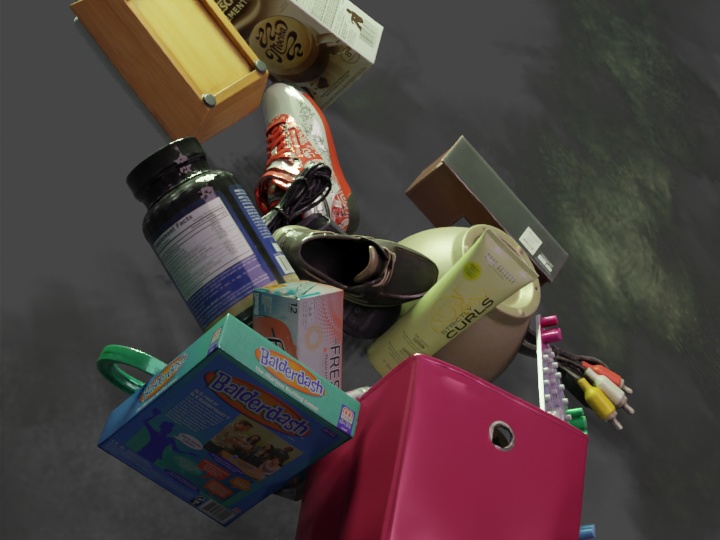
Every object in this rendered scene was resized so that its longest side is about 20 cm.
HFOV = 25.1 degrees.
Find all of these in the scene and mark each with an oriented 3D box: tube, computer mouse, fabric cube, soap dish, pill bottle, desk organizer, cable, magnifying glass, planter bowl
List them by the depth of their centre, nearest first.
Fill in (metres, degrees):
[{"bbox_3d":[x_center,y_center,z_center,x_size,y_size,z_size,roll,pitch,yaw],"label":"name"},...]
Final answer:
[{"bbox_3d":[0.066,0.230,1.437,0.195,0.200,0.200,27,50,-18],"label":"fabric cube"},{"bbox_3d":[-0.152,0.123,1.502,0.199,0.080,0.022,28,63,-5],"label":"magnifying glass"},{"bbox_3d":[-0.149,-0.029,1.624,0.112,0.112,0.201,-23,78,-51],"label":"pill bottle"},{"bbox_3d":[0.091,0.042,1.721,0.058,0.200,0.052,20,35,-52],"label":"tube"},{"bbox_3d":[-0.035,-0.009,1.745,0.200,0.053,0.139,47,72,-22],"label":"computer mouse"},{"bbox_3d":[-0.202,-0.241,1.761,0.200,0.081,0.157,52,38,-2],"label":"soap dish"},{"bbox_3d":[0.118,0.030,1.831,0.199,0.135,0.201,27,44,-29],"label":"planter bowl"},{"bbox_3d":[0.257,0.108,1.977,0.200,0.050,0.097,43,38,-14],"label":"cable"},{"bbox_3d":[0.155,-0.057,1.981,0.200,0.077,0.072,48,38,-6],"label":"desk organizer"}]

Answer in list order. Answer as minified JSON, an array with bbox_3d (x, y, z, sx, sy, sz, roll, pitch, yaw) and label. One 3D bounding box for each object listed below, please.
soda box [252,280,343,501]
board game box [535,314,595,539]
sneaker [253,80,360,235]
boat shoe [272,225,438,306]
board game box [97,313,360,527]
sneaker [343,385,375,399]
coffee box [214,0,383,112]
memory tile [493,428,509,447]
[{"bbox_3d":[-0.061,0.114,1.556,0.068,0.063,0.202,-11,106,-48],"label":"soda box"},{"bbox_3d":[0.231,0.184,1.811,0.201,0.026,0.201,-87,161,-46],"label":"board game box"},{"bbox_3d":[-0.081,-0.124,1.804,0.108,0.067,0.202,-10,71,-51],"label":"sneaker"},{"bbox_3d":[0.000,0.000,1.693,0.199,0.073,0.075,7,91,-28],"label":"boat shoe"},{"bbox_3d":[-0.120,0.139,1.451,0.152,0.200,0.045,36,41,-20],"label":"board game box"},{"bbox_3d":[0.022,0.163,1.683,0.199,0.080,0.089,-9,81,-52],"label":"sneaker"},{"bbox_3d":[-0.088,-0.290,1.890,0.199,0.113,0.080,35,41,-20],"label":"coffee box"},{"bbox_3d":[0.163,0.243,1.795,0.200,0.017,0.154,36,36,-20],"label":"memory tile"}]
